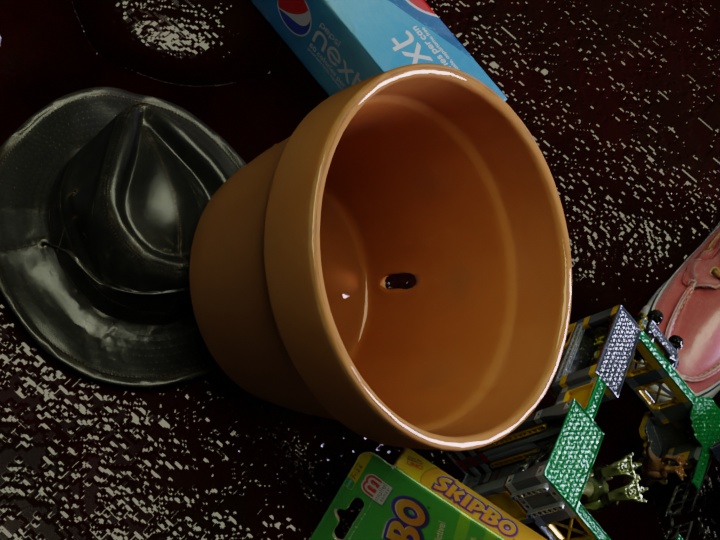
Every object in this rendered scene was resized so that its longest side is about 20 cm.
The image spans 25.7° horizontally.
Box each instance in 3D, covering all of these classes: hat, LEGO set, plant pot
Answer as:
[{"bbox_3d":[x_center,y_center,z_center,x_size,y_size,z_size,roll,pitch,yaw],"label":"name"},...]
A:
[{"bbox_3d":[-0.124,-0.039,0.912,0.199,0.081,0.202,9,58,-15],"label":"hat"},{"bbox_3d":[0.118,0.120,0.917,0.154,0.116,0.201,43,47,-24],"label":"LEGO set"},{"bbox_3d":[0.000,0.000,0.860,0.199,0.139,0.202,9,77,-44],"label":"plant pot"}]

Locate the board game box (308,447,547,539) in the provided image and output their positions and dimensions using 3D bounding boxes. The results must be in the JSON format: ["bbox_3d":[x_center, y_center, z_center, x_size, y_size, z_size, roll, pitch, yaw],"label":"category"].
[{"bbox_3d":[0.069,0.176,0.844,0.199,0.096,0.030,32,33,4],"label":"board game box"}]

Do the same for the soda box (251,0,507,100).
[{"bbox_3d":[0.002,-0.157,1.043,0.068,0.064,0.200,-31,76,-33],"label":"soda box"}]

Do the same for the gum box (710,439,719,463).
[{"bbox_3d":[0.318,0.158,0.954,0.169,0.045,0.201,-18,71,-49],"label":"gum box"}]

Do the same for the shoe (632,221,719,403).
[{"bbox_3d":[0.248,0.002,1.027,0.071,0.091,0.200,39,55,4],"label":"shoe"}]
